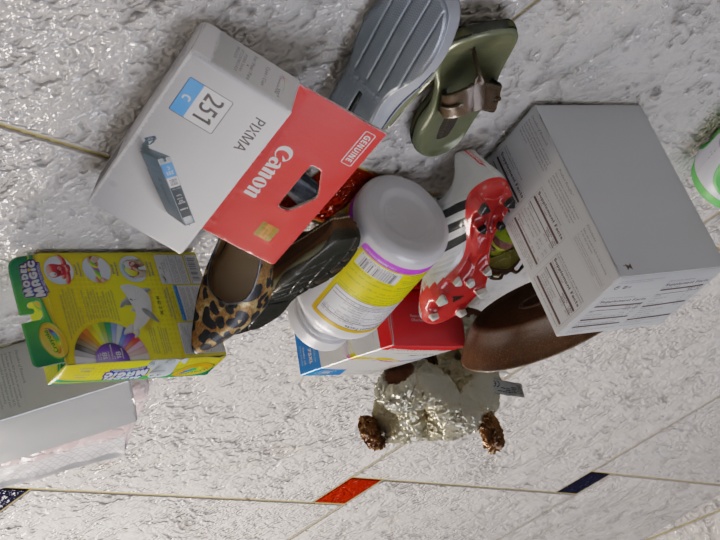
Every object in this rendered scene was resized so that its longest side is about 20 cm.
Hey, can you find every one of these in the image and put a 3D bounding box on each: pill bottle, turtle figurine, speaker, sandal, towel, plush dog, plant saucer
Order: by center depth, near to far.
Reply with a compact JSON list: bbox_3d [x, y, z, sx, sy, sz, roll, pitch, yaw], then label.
[{"bbox_3d":[0.098,-0.157,1.317,0.079,0.058,0.202,-14,154,-17],"label":"sandal"},{"bbox_3d":[0.000,0.000,1.492,0.103,0.105,0.200,-4,150,-35],"label":"pill bottle"},{"bbox_3d":[0.192,0.045,1.561,0.198,0.037,0.201,-24,-168,5],"label":"plant saucer"},{"bbox_3d":[0.439,-0.151,1.586,0.087,0.089,0.201,-8,151,-28],"label":"speaker"},{"bbox_3d":[0.141,-0.022,1.588,0.197,0.065,0.161,-12,163,-18],"label":"turtle figurine"},{"bbox_3d":[-0.345,0.184,1.656,0.198,0.033,0.192,-12,153,-24],"label":"towel"},{"bbox_3d":[0.086,0.158,1.797,0.200,0.162,0.171,-38,-168,-37],"label":"plush dog"}]

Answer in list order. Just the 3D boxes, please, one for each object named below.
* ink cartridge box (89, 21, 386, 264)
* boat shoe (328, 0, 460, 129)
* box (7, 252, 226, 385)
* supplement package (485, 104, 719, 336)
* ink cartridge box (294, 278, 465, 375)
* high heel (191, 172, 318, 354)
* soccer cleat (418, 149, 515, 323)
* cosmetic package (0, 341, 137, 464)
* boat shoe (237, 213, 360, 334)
[{"bbox_3d":[-0.103,-0.084,1.206,0.175,0.045,0.200,29,134,-16],"label":"ink cartridge box"},{"bbox_3d":[0.030,-0.177,1.229,0.062,0.072,0.200,-35,171,-40],"label":"boat shoe"},{"bbox_3d":[-0.230,0.043,1.367,0.198,0.119,0.048,1,149,-40],"label":"box"},{"bbox_3d":[0.240,-0.054,1.471,0.154,0.202,0.111,-4,151,-36],"label":"supplement package"},{"bbox_3d":[0.032,0.064,1.624,0.115,0.068,0.199,2,164,-42],"label":"ink cartridge box"},{"bbox_3d":[-0.120,-0.022,1.324,0.201,0.071,0.142,-59,157,-1],"label":"high heel"},{"bbox_3d":[0.098,-0.031,1.499,0.068,0.086,0.201,-9,137,-28],"label":"soccer cleat"},{"bbox_3d":[-0.333,0.129,1.499,0.198,0.082,0.113,-17,155,-15],"label":"cosmetic package"},{"bbox_3d":[-0.083,-0.007,1.437,0.075,0.075,0.199,-8,159,-48],"label":"boat shoe"}]
